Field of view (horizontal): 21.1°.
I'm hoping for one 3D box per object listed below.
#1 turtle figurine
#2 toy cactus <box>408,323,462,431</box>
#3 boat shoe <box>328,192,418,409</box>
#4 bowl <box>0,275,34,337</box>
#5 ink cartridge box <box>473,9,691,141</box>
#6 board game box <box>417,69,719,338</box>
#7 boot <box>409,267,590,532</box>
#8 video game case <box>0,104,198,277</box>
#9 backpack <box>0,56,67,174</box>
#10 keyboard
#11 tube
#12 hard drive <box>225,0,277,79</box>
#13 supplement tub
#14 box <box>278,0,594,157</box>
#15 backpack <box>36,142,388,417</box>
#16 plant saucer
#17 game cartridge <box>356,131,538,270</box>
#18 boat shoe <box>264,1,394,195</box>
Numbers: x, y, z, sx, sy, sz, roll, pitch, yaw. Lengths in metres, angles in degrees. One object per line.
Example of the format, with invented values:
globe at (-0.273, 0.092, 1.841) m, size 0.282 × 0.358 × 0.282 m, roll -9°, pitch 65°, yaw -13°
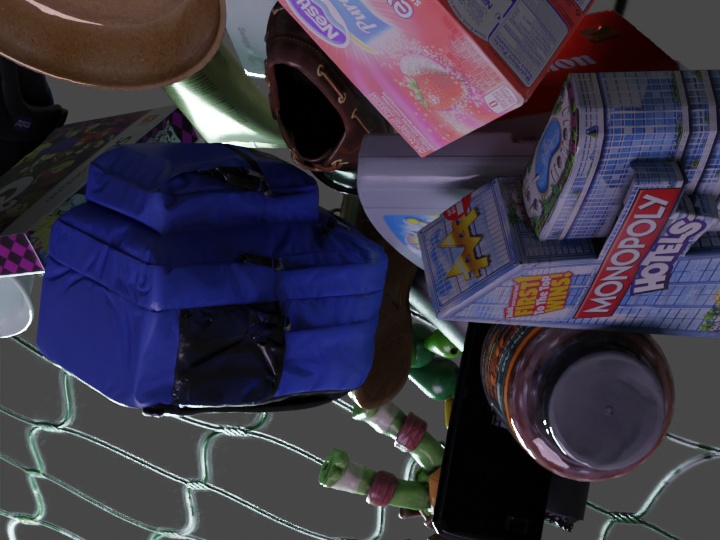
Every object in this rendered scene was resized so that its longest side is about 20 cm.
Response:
turtle figurine at (0.074, 0.187, 1.643) m, size 0.193 × 0.201 × 0.144 m, roll 29°, pitch 118°, yaw -11°
toy cactus at (0.031, 0.070, 1.520) m, size 0.199 × 0.103 × 0.164 m, roll 25°, pitch 164°, yaw -31°
boat shoe at (0.000, 0.000, 1.355) m, size 0.062 × 0.073 × 0.202 m, roll 31°, pitch 125°, yaw 41°
bowl at (-0.340, -0.035, 1.552) m, size 0.199 × 0.091 × 0.202 m, roll 15°, pitch 153°, yaw 8°
ink cartridge box at (0.134, -0.082, 1.151) m, size 0.161 × 0.058 × 0.199 m, roll -7°, pitch 162°, yaw 38°
board game box at (0.141, -0.029, 1.085) m, size 0.198 × 0.062 × 0.201 m, roll -4°, pitch 149°, yaw -15°
boot at (0.088, 0.084, 1.397) m, size 0.198 × 0.170 × 0.076 m, roll 20°, pitch 172°, yaw -3°
video game case at (-0.239, -0.051, 1.365) m, size 0.199 × 0.181 × 0.036 m, roll -5°, pitch 118°, yaw 40°
backpack at (-0.310, -0.138, 1.244) m, size 0.167 × 0.163 × 0.200 m, roll 37°, pitch 159°, yaw 17°
keyboard at (0.112, 0.100, 1.344) m, size 0.103 × 0.202 × 0.040 m, roll 15°, pitch 160°, yaw -4°
tube at (-0.111, -0.134, 1.273) m, size 0.058 × 0.052 × 0.200 m, roll 52°, pitch -179°, yaw 39°
hard drive at (0.009, -0.153, 1.177) m, size 0.198 × 0.026 × 0.132 m, roll 8°, pitch 151°, yaw 19°
supplement tub at (0.137, 0.072, 1.220) m, size 0.106 × 0.108 × 0.200 m, roll 22°, pitch -177°, yaw -6°
box at (0.015, -0.172, 0.998) m, size 0.200 × 0.103 × 0.094 m, roll 46°, pitch 144°, yaw -15°
backpack at (-0.080, 0.006, 1.237) m, size 0.198 × 0.170 × 0.162 m, roll 3°, pitch -163°, yaw -36°
plant saucer at (-0.165, -0.180, 1.092) m, size 0.198 × 0.036 × 0.201 m, roll 13°, pitch 148°, yaw 8°
game cartridge at (0.078, -0.032, 1.209) m, size 0.132 × 0.041 × 0.200 m, roll 5°, pitch 162°, yaw 26°
boat shoe at (-0.025, -0.099, 1.196) m, size 0.070 × 0.071 × 0.200 m, roll 9°, pitch 153°, yaw 16°
